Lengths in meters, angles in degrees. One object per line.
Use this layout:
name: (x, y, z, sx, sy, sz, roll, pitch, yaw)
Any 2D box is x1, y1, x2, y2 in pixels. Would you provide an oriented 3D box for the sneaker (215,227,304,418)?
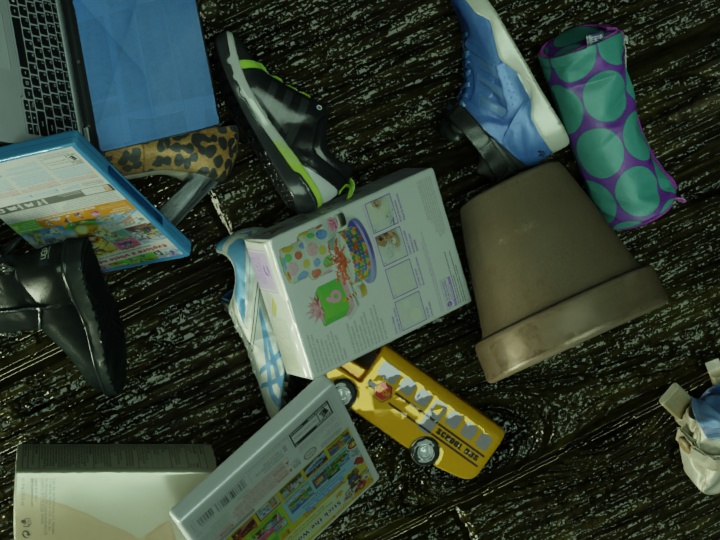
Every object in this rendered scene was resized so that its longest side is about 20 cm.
sneaker: (-0.099, 0.055, 1.746, 0.072, 0.072, 0.202, -5, 104, 17)

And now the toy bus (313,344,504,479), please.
toy bus: (0.044, 0.136, 1.779, 0.199, 0.065, 0.079, 36, 92, -13)

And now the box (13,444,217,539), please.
box: (-0.242, 0.221, 1.731, 0.198, 0.095, 0.079, 2, 101, -9)

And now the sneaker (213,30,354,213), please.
sneaker: (-0.072, -0.150, 1.697, 0.082, 0.072, 0.201, -29, 87, -13)

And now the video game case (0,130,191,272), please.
video game case: (-0.267, -0.057, 1.624, 0.142, 0.018, 0.200, -10, 146, 24)

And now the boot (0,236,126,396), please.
boot: (-0.323, 0.045, 1.692, 0.161, 0.074, 0.200, -5, 131, 9)

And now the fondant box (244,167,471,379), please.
fondant box: (0.000, 0.000, 1.716, 0.199, 0.058, 0.146, -25, 106, -28)

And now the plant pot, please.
plant pot: (0.180, -0.006, 1.729, 0.199, 0.200, 0.176, -25, 86, -5)

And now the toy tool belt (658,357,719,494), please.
toy tool belt: (0.413, 0.137, 1.814, 0.198, 0.125, 0.124, -25, 111, -5)

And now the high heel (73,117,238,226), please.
high heel: (-0.220, -0.139, 1.693, 0.200, 0.071, 0.143, 45, 80, -13)

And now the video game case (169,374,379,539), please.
video game case: (-0.080, 0.220, 1.722, 0.200, 0.023, 0.183, -42, 142, -15)

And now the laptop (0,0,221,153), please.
laptop: (-0.251, -0.213, 1.607, 0.115, 0.199, 0.189, -22, 73, 34)

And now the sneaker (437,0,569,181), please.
sneaker: (0.112, -0.185, 1.728, 0.111, 0.077, 0.201, -30, 94, 7)

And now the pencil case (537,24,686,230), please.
pencil case: (0.251, -0.145, 1.756, 0.092, 0.085, 0.202, -21, 103, 2)
